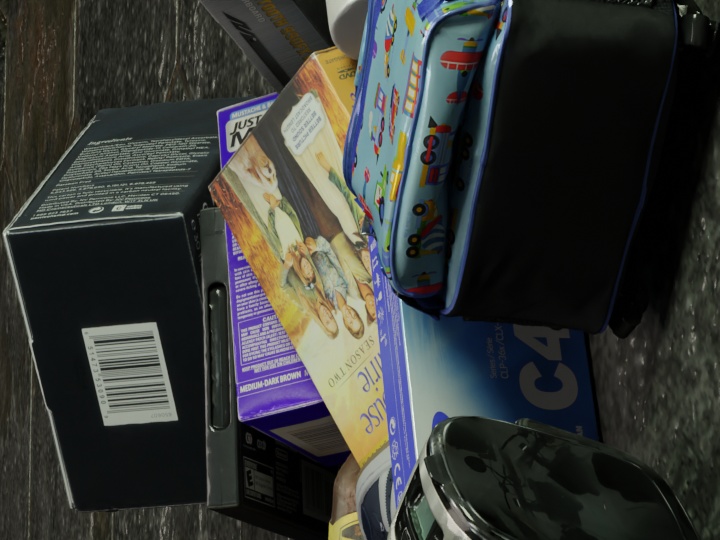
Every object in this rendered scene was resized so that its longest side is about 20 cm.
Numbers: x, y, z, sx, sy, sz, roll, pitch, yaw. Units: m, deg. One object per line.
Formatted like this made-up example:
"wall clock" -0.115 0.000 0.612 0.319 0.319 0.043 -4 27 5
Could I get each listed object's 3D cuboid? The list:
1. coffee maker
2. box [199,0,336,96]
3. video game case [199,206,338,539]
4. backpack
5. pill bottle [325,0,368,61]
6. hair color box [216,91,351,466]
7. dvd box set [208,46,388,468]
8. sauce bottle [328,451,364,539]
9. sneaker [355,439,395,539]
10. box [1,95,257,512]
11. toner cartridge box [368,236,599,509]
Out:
"coffee maker" 0.065 0.173 1.178 0.135 0.192 0.200 52 122 34
"box" -0.050 -0.192 1.471 0.200 0.048 0.159 50 -149 -46
"video game case" -0.055 0.070 1.672 0.200 0.025 0.181 35 -129 -69
"backpack" 0.064 -0.090 1.226 0.200 0.134 0.183 -107 24 -57
"pill bottle" 0.019 -0.216 1.436 0.114 0.114 0.201 118 150 -60
"hair color box" -0.029 0.005 1.600 0.109 0.065 0.201 35 -134 -57
"dvd box set" 0.000 0.000 1.449 0.200 0.029 0.146 61 142 14
"sauce bottle" 0.012 0.152 1.528 0.065 0.064 0.201 -150 60 -73
"sneaker" 0.047 0.137 1.388 0.200 0.070 0.109 120 150 -56
"box" -0.124 0.019 1.720 0.197 0.123 0.201 -67 -31 -63
"toner cartridge box" 0.060 0.048 1.298 0.043 0.095 0.201 120 147 -61
